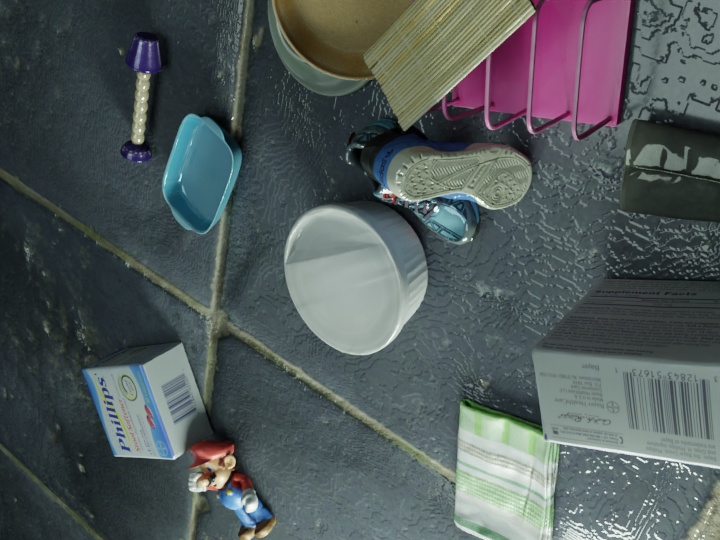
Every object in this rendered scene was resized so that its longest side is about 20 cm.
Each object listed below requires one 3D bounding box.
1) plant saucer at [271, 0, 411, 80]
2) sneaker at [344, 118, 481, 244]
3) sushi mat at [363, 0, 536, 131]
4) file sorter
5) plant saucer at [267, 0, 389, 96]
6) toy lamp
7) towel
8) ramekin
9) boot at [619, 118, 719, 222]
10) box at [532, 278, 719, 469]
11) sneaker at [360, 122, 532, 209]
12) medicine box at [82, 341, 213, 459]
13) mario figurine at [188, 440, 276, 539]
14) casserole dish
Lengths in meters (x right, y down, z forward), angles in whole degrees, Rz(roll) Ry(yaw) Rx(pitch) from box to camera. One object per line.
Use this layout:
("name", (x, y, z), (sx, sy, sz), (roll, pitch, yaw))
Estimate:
("plant saucer", (-0.003, -0.324, 0.912), (0.197, 0.036, 0.203), (1, 120, 1))
("sneaker", (0.056, -0.096, 0.969), (0.200, 0.095, 0.080), (44, 133, 16))
("sushi mat", (0.080, -0.231, 0.781), (0.200, 0.012, 0.096), (-37, 81, 45))
("file sorter", (0.158, -0.220, 0.816), (0.198, 0.125, 0.141), (15, 118, 33))
("plant saucer", (-0.053, -0.318, 0.994), (0.198, 0.050, 0.203), (16, 117, 33))
("toy lamp", (-0.344, -0.270, 1.241), (0.058, 0.058, 0.202), (32, 125, 23))
("towel", (0.190, 0.285, 1.067), (0.148, 0.031, 0.203), (14, 116, 33))
("ramekin", (0.000, 0.000, 1.056), (0.200, 0.094, 0.205), (17, 119, 33))
("boot", (0.356, -0.116, 0.751), (0.199, 0.072, 0.184), (26, 121, 36))
("box", (0.296, 0.091, 0.787), (0.182, 0.199, 0.106), (1, 111, 38))
("sneaker", (0.093, -0.120, 0.891), (0.111, 0.197, 0.078), (39, 127, 49))
("medicine box", (-0.394, 0.241, 1.465), (0.198, 0.103, 0.185), (-10, 102, 40))
("mario figurine", (-0.243, 0.394, 1.404), (0.123, 0.106, 0.201), (-33, 95, 7))
("casserole dish", (-0.241, -0.150, 1.222), (0.121, 0.039, 0.201), (43, 128, 17))
